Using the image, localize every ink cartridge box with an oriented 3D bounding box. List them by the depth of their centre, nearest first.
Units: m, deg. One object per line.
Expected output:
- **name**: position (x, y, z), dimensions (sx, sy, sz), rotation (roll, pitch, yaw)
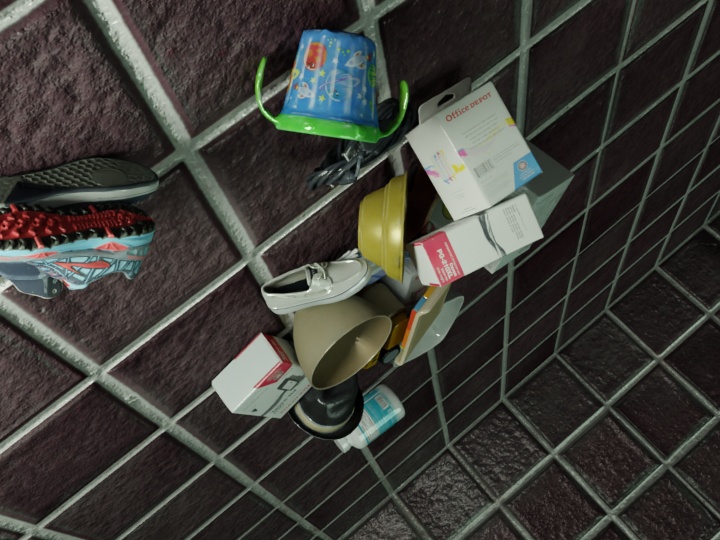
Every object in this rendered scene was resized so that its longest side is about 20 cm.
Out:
- **ink cartridge box**: position (0.183, -0.209, 1.315), dimensions (0.128, 0.201, 0.125), rotation (-32, -175, -21)
- **ink cartridge box**: position (0.193, -0.051, 1.342), dimensions (0.199, 0.085, 0.145), rotation (-25, -176, -7)
- **ink cartridge box**: position (-0.180, 0.216, 1.570), dimensions (0.145, 0.083, 0.200), rotation (-46, 154, 7)
- **ink cartridge box**: position (0.120, 0.015, 1.693), dimensions (0.144, 0.085, 0.201), rotation (-29, 150, -27)

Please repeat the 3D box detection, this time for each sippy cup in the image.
- **sippy cup**: position (-0.035, -0.239, 1.006), dimensions (0.177, 0.139, 0.131), rotation (-2, 104, -48)

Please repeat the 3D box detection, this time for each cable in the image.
- **cable**: position (0.001, -0.184, 1.160), dimensions (0.163, 0.051, 0.200), rotation (-24, -154, 50)

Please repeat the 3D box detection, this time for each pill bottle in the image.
- **pill bottle**: position (0.015, 0.408, 2.120), dimensions (0.200, 0.111, 0.111), rotation (-34, 153, -16)

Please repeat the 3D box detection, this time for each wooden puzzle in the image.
- **wooden puzzle**: position (0.140, 0.087, 1.650), dimensions (0.185, 0.037, 0.200), rotation (-48, 166, -40)

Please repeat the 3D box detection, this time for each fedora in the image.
- **fedora**: position (-0.066, 0.263, 1.684), dimensions (0.200, 0.201, 0.092), rotation (-18, 149, -41)

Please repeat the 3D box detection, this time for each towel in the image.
- **towel**: position (0.000, 0.000, 1.519), dimensions (0.147, 0.024, 0.200), rotation (-35, 161, 31)

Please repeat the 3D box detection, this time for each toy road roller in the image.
- **toy road roller**: position (0.008, 0.134, 1.669), dimensions (0.146, 0.123, 0.200), rotation (-27, 151, -29)

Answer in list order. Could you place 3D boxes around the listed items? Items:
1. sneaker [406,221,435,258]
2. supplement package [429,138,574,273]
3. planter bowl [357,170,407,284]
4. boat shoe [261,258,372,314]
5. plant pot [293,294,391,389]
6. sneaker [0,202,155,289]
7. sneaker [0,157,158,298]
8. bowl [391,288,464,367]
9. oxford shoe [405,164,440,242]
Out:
- **sneaker**: position (0.135, -0.035, 1.513), dimensions (0.074, 0.087, 0.200), rotation (-45, -168, 13)
- **supplement package**: position (0.264, -0.145, 1.511), dimensions (0.147, 0.191, 0.201), rotation (-29, 153, -42)
- **planter bowl**: position (0.039, -0.077, 1.385), dimensions (0.083, 0.201, 0.201), rotation (2, 150, 5)
- **boat shoe**: position (-0.080, 0.017, 1.383), dimensions (0.199, 0.072, 0.066), rotation (-15, 144, 9)
- **plant pot**: position (-0.056, 0.116, 1.536), dimensions (0.200, 0.135, 0.201), rotation (-34, 154, -19)
- **sneaker**: position (-0.323, -0.014, 0.847), dimensions (0.199, 0.079, 0.096), rotation (-4, 127, -34)
- **sneaker**: position (-0.338, -0.050, 0.922), dimensions (0.201, 0.077, 0.147), rotation (-15, 133, -29)
- **bowl**: position (0.148, 0.127, 1.920), dimensions (0.199, 0.075, 0.200), rotation (-22, 148, -35)
- **oxford shoe**: position (0.123, -0.132, 1.489), dimensions (0.075, 0.070, 0.200), rotation (-28, 158, -49)
